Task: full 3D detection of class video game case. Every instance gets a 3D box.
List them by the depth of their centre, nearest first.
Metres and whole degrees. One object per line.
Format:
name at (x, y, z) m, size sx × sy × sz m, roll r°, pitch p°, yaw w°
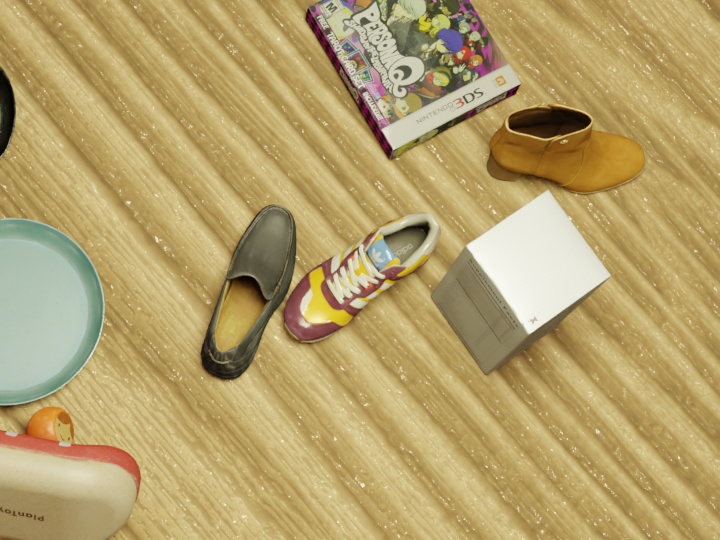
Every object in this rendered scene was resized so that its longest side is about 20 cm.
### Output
video game case at (0.061, -0.255, 1.551) m, size 0.180 × 0.036 × 0.201 m, roll -27°, pitch 80°, yaw -15°

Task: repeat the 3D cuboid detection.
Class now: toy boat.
toy boat at (-0.318, 0.194, 1.344) m, size 0.198 × 0.131 × 0.132 m, roll 11°, pitch 44°, yaw -5°

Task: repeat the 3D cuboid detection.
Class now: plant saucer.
plant saucer at (-0.370, 0.044, 1.413) m, size 0.198 × 0.027 × 0.203 m, roll 2°, pitch 75°, yaw -8°

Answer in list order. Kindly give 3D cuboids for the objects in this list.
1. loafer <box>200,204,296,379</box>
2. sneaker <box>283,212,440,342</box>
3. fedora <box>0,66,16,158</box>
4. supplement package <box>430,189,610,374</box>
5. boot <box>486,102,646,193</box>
loafer at (-0.114, 0.017, 1.432) m, size 0.072 × 0.072 × 0.202 m, roll 17°, pitch 72°, yaw -2°
sneaker at (0.000, 0.000, 1.443) m, size 0.199 × 0.090 × 0.075 m, roll -38°, pitch 82°, yaw -16°
fedora at (-0.472, -0.180, 1.426) m, size 0.198 × 0.092 × 0.203 m, roll 2°, pitch 74°, yaw -7°
supplement package at (0.163, 0.017, 1.404) m, size 0.109 × 0.200 × 0.114 m, roll -33°, pitch 82°, yaw -15°
boot at (0.243, -0.140, 1.488) m, size 0.199 × 0.144 × 0.072 m, roll -3°, pitch 75°, yaw -9°
